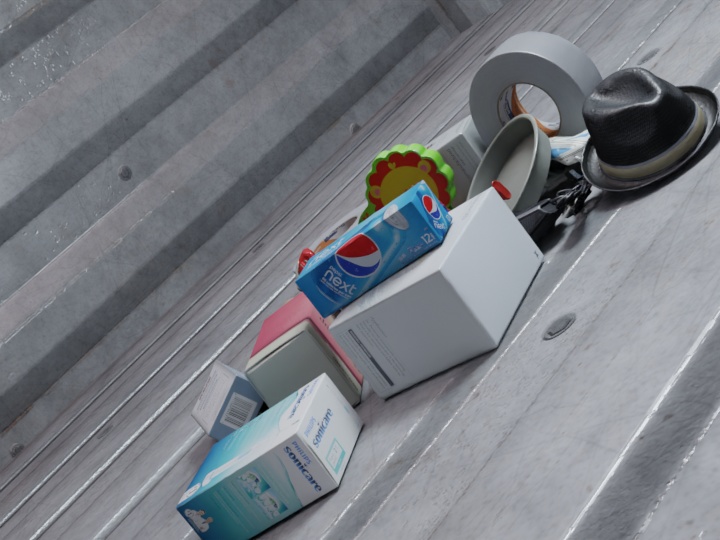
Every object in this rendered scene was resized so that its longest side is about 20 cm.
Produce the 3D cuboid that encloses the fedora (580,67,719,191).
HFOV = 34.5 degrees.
[{"bbox_3d":[0.344,-0.191,1.450,0.199,0.092,0.202,-33,29,22],"label":"fedora"}]

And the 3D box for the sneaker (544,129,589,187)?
[{"bbox_3d":[0.325,-0.164,1.618,0.198,0.071,0.074,-17,55,49],"label":"sneaker"}]

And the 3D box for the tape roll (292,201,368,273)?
[{"bbox_3d":[-0.026,-0.039,2.066,0.199,0.066,0.201,-38,11,8],"label":"tape roll"}]

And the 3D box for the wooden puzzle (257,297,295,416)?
[{"bbox_3d":[-0.126,0.131,1.797,0.203,0.037,0.185,-68,16,-8],"label":"wooden puzzle"}]

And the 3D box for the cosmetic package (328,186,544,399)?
[{"bbox_3d":[0.096,0.028,1.447,0.199,0.124,0.200,-28,16,38],"label":"cosmetic package"}]

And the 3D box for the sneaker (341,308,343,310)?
[{"bbox_3d":[-0.015,0.068,1.774,0.108,0.067,0.201,-51,13,-31],"label":"sneaker"}]

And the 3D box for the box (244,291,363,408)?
[{"bbox_3d":[-0.070,0.122,1.595,0.108,0.129,0.200,-35,13,12],"label":"box"}]

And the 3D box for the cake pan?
[{"bbox_3d":[0.213,-0.125,1.670,0.201,0.036,0.202,-57,20,33],"label":"cake pan"}]

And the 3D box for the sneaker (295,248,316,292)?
[{"bbox_3d":[0.000,0.000,1.750,0.196,0.087,0.077,3,10,-4],"label":"sneaker"}]

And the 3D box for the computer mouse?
[{"bbox_3d":[0.218,-0.050,1.526,0.198,0.053,0.138,-27,2,25],"label":"computer mouse"}]

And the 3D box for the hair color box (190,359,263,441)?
[{"bbox_3d":[-0.205,0.206,1.795,0.100,0.060,0.200,-65,15,-5],"label":"hair color box"}]

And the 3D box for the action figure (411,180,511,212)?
[{"bbox_3d":[0.125,-0.089,1.665,0.066,0.098,0.200,-60,11,-24],"label":"action figure"}]

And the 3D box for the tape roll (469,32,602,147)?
[{"bbox_3d":[0.263,-0.248,1.722,0.199,0.201,0.066,-25,17,49],"label":"tape roll"}]

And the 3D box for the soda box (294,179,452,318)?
[{"bbox_3d":[0.015,-0.025,1.432,0.199,0.064,0.068,-34,12,29],"label":"soda box"}]

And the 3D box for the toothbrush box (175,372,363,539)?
[{"bbox_3d":[-0.107,0.233,1.397,0.199,0.086,0.147,-35,11,23],"label":"toothbrush box"}]

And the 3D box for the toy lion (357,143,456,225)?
[{"bbox_3d":[0.072,-0.092,1.795,0.199,0.193,0.069,-32,13,33],"label":"toy lion"}]

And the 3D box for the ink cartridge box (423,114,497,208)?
[{"bbox_3d":[0.135,-0.126,1.845,0.199,0.146,0.084,-33,14,30],"label":"ink cartridge box"}]
